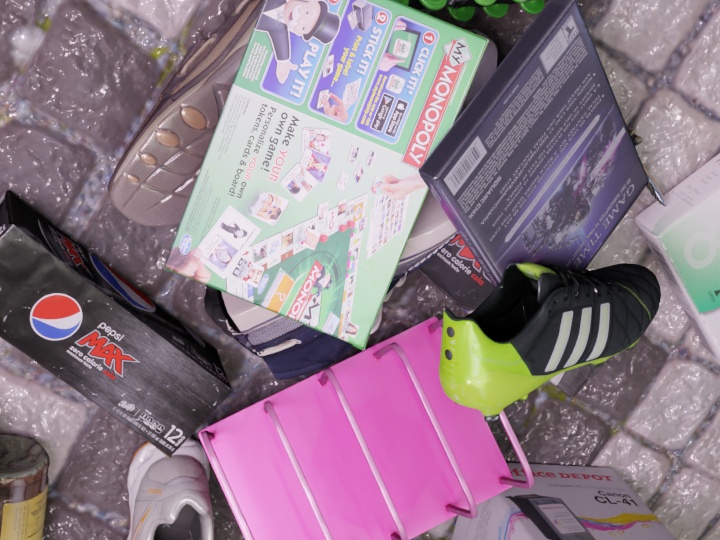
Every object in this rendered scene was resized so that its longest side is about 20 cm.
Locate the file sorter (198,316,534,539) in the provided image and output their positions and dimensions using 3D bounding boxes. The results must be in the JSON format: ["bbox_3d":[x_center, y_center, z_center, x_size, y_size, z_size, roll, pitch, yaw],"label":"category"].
[{"bbox_3d":[0.002,0.132,0.856,0.199,0.125,0.140,-25,85,-8],"label":"file sorter"}]

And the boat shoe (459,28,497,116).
[{"bbox_3d":[0.012,-0.090,0.837,0.065,0.074,0.200,33,99,-33],"label":"boat shoe"}]

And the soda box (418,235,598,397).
[{"bbox_3d":[0.108,0.008,0.913,0.200,0.063,0.071,39,98,-29],"label":"soda box"}]

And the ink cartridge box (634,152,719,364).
[{"bbox_3d":[0.337,-0.037,0.989,0.199,0.050,0.161,-36,120,3],"label":"ink cartridge box"}]

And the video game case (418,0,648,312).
[{"bbox_3d":[0.121,-0.061,0.799,0.143,0.019,0.200,-52,142,-10],"label":"video game case"}]

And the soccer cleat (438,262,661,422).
[{"bbox_3d":[0.130,0.026,0.803,0.199,0.067,0.082,-25,122,-35],"label":"soccer cleat"}]

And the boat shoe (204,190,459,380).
[{"bbox_3d":[0.000,0.000,0.823,0.198,0.075,0.093,-24,139,5],"label":"boat shoe"}]

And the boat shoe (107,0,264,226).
[{"bbox_3d":[-0.086,-0.111,0.795,0.200,0.073,0.075,-44,123,-2],"label":"boat shoe"}]

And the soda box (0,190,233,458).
[{"bbox_3d":[-0.182,0.038,0.837,0.071,0.063,0.200,-45,120,5],"label":"soda box"}]

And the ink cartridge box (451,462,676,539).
[{"bbox_3d":[0.178,0.239,0.976,0.146,0.200,0.086,7,112,-21],"label":"ink cartridge box"}]

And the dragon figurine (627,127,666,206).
[{"bbox_3d":[0.146,-0.080,0.889,0.100,0.059,0.200,-47,140,6],"label":"dragon figurine"}]

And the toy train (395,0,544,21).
[{"bbox_3d":[0.077,-0.196,0.806,0.198,0.042,0.057,-13,86,-30],"label":"toy train"}]

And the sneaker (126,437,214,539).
[{"bbox_3d":[-0.147,0.230,0.923,0.075,0.092,0.202,-2,115,-17],"label":"sneaker"}]

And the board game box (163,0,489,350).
[{"bbox_3d":[-0.022,-0.070,0.743,0.133,0.029,0.202,22,97,-4],"label":"board game box"}]

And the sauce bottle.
[{"bbox_3d":[-0.267,0.218,0.893,0.064,0.065,0.202,5,113,-21],"label":"sauce bottle"}]
